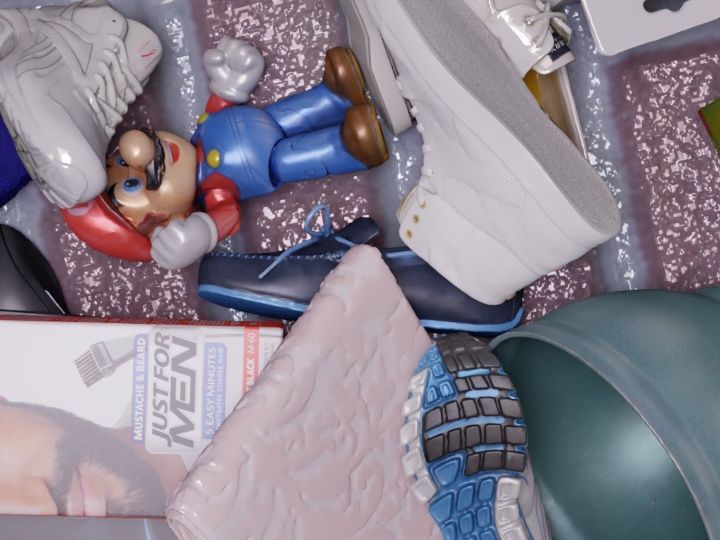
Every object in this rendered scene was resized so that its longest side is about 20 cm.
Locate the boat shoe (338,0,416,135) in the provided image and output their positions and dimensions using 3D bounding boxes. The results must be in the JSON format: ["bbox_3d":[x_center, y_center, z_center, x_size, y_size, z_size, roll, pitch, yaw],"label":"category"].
[{"bbox_3d":[0.013,-0.175,1.029,0.060,0.074,0.201,-26,120,-6],"label":"boat shoe"}]

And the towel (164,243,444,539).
[{"bbox_3d":[-0.009,0.120,0.992,0.200,0.032,0.192,-55,131,-32],"label":"towel"}]

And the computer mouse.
[{"bbox_3d":[-0.177,0.050,1.090,0.140,0.046,0.201,-25,89,6],"label":"computer mouse"}]

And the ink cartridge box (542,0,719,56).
[{"bbox_3d":[0.146,-0.230,1.035,0.115,0.067,0.201,-19,90,-13],"label":"ink cartridge box"}]

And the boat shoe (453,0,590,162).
[{"bbox_3d":[0.095,-0.131,1.025,0.069,0.071,0.201,3,113,44],"label":"boat shoe"}]

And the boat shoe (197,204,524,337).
[{"bbox_3d":[0.000,0.000,1.070,0.198,0.084,0.069,6,84,-12],"label":"boat shoe"}]

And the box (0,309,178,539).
[{"bbox_3d":[-0.150,0.108,1.051,0.198,0.044,0.162,5,90,-2],"label":"box"}]

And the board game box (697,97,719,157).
[{"bbox_3d":[0.243,-0.062,0.979,0.047,0.200,0.102,-26,89,5],"label":"board game box"}]

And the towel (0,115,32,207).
[{"bbox_3d":[-0.307,-0.088,1.064,0.200,0.148,0.050,39,137,4],"label":"towel"}]

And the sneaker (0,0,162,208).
[{"bbox_3d":[-0.162,-0.112,1.024,0.099,0.200,0.078,-21,129,-3],"label":"sneaker"}]

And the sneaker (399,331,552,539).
[{"bbox_3d":[0.073,0.131,1.027,0.074,0.087,0.202,-11,99,11],"label":"sneaker"}]

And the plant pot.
[{"bbox_3d":[0.182,0.092,1.006,0.134,0.200,0.201,-30,89,-23],"label":"plant pot"}]

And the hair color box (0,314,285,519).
[{"bbox_3d":[-0.143,0.083,0.998,0.198,0.064,0.112,1,91,-1],"label":"hair color box"}]

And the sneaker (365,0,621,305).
[{"bbox_3d":[0.044,-0.071,0.999,0.115,0.074,0.200,-37,91,37],"label":"sneaker"}]

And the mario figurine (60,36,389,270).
[{"bbox_3d":[-0.088,-0.073,1.047,0.199,0.124,0.107,-22,106,0],"label":"mario figurine"}]
